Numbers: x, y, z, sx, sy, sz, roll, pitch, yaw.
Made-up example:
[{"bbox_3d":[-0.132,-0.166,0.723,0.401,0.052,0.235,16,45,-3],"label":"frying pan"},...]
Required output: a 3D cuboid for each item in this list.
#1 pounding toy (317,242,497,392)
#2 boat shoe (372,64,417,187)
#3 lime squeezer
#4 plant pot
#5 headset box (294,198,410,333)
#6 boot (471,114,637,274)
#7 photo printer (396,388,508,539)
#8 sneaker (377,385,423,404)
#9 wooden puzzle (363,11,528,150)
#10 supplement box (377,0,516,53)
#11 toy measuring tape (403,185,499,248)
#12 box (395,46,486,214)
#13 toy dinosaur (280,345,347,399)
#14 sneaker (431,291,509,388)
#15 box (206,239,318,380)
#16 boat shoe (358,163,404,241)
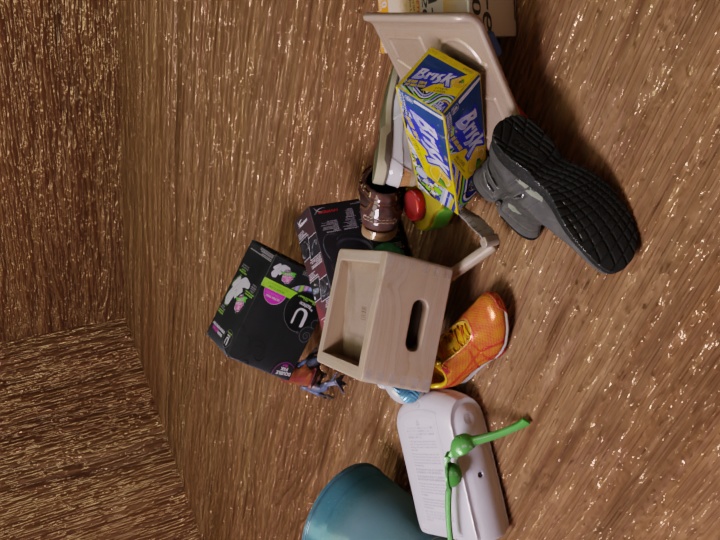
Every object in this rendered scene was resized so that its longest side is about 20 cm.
[{"bbox_3d":[0.056,0.045,0.974,0.183,0.139,0.205,7,84,65],"label":"pounding toy"},{"bbox_3d":[0.061,-0.202,0.990,0.075,0.067,0.205,113,167,-71],"label":"boat shoe"},{"bbox_3d":[0.137,0.256,0.960,0.203,0.069,0.038,-62,7,15],"label":"lime squeezer"},{"bbox_3d":[0.039,0.437,1.170,0.186,0.198,0.205,17,116,43],"label":"plant pot"},{"bbox_3d":[0.000,0.000,1.115,0.077,0.146,0.205,-32,72,62],"label":"headset box"},{"bbox_3d":[0.203,-0.065,0.797,0.201,0.067,0.131,51,167,16],"label":"boot"},{"bbox_3d":[0.124,0.271,1.055,0.166,0.068,0.205,-26,76,61],"label":"photo printer"},{"bbox_3d":[0.055,0.148,1.125,0.201,0.075,0.083,-113,22,-64],"label":"sneaker"},{"bbox_3d":[0.110,-0.217,0.838,0.184,0.046,0.201,27,160,52],"label":"wooden puzzle"},{"bbox_3d":[0.096,-0.335,0.888,0.199,0.072,0.129,18,116,60],"label":"supplement box"},{"bbox_3d":[0.110,-0.067,0.965,0.201,0.072,0.075,51,142,43],"label":"toy measuring tape"},{"bbox_3d":[0.097,-0.151,0.842,0.070,0.065,0.201,36,167,25],"label":"box"},{"bbox_3d":[-0.103,0.183,1.397,0.178,0.199,0.108,-9,74,32],"label":"toy dinosaur"},{"bbox_3d":[0.133,0.102,0.970,0.074,0.076,0.202,63,148,31],"label":"sneaker"},{"bbox_3d":[-0.168,0.074,1.386,0.124,0.147,0.203,28,90,57],"label":"box"},{"bbox_3d":[0.032,-0.114,1.042,0.201,0.069,0.072,-94,6,-63],"label":"boat shoe"}]
